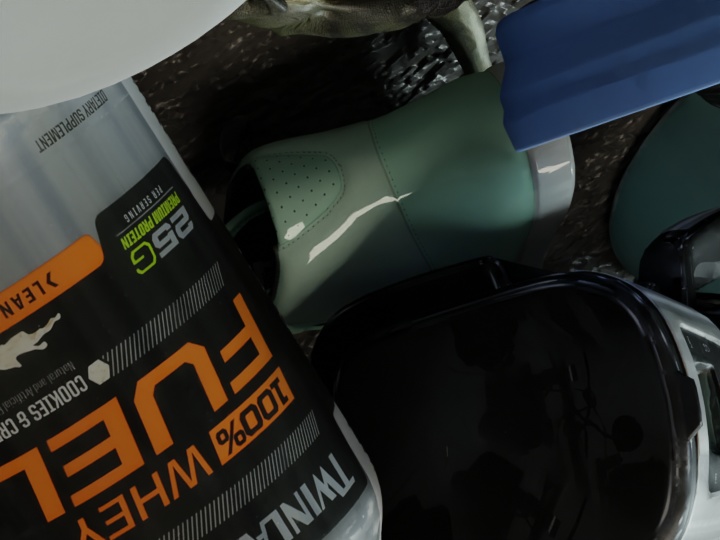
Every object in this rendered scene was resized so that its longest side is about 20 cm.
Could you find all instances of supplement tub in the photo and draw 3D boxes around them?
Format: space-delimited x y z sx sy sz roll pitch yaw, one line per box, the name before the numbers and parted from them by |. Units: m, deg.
supplement tub | -0.075 0.043 0.833 0.122 0.200 0.123 -31 -168 7

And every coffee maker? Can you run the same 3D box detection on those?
coffee maker | 0.076 0.073 0.951 0.192 0.135 0.200 -43 151 28

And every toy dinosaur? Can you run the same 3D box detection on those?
toy dinosaur | 0.004 -0.090 0.874 0.088 0.048 0.200 -26 160 35

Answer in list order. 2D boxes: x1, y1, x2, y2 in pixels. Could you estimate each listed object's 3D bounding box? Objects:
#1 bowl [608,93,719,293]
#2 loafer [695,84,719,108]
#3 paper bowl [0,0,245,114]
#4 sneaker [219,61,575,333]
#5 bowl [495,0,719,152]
bowl | 0.206 -0.019 1.110 0.200 0.105 0.201 -23 151 -13
loafer | 0.160 -0.126 0.931 0.072 0.073 0.200 13 130 -45
paper bowl | -0.084 -0.115 0.694 0.200 0.105 0.201 -23 152 -13
sneaker | 0.000 0.000 0.991 0.118 0.074 0.201 -15 155 -10
bowl | 0.131 -0.084 0.822 0.200 0.040 0.201 -20 -178 1
